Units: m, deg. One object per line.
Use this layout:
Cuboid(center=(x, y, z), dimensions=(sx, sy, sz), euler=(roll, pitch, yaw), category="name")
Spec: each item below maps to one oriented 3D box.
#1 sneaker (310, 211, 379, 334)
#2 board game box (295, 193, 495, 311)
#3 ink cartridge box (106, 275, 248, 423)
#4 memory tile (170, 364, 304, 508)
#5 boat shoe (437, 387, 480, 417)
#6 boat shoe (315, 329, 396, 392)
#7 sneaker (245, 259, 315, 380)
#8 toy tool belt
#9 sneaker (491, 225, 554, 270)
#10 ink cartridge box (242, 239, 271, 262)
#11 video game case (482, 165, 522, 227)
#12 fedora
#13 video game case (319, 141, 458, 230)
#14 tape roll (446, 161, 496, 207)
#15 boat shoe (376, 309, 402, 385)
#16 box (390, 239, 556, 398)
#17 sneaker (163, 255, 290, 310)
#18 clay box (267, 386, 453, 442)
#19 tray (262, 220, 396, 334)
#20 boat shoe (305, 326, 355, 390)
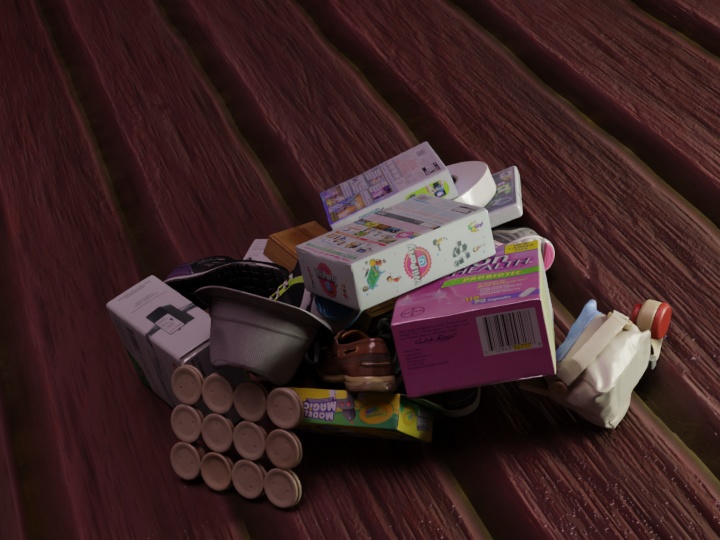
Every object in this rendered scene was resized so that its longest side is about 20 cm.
Cuboid(center=(0.000, 0.000, 1.742), dimensions=(0.076, 0.081, 0.200), euler=(39, 62, 7), category="sneaker")
Cuboid(center=(0.042, -0.026, 1.636), dimensions=(0.199, 0.065, 0.147), euler=(-22, 19, -24), category="board game box")
Cuboid(center=(-0.238, 0.114, 1.778), dimensions=(0.083, 0.147, 0.200), euler=(-34, 39, -23), category="ink cartridge box")
Cuboid(center=(-0.152, 0.202, 1.624), dimensions=(0.199, 0.154, 0.017), euler=(10, 15, 31), category="memory tile")
Cuboid(center=(0.121, 0.101, 1.711), dimensions=(0.072, 0.063, 0.200), euler=(-13, 33, 10), category="boat shoe")
Cuboid(center=(-0.004, 0.105, 1.615), dimensions=(0.072, 0.068, 0.200), euler=(0, 2, -17), category="boat shoe")
Cuboid(center=(-0.109, 0.057, 1.766), dimensions=(0.082, 0.201, 0.072), euler=(16, 5, -3), category="sneaker")
Cuboid(center=(0.282, 0.092, 1.606), dimensions=(0.122, 0.125, 0.200), euler=(17, 46, 28), category="toy tool belt")
Cuboid(center=(0.166, -0.011, 1.845), dimensions=(0.199, 0.074, 0.088), euler=(-19, 25, 4), category="sneaker")
Cuboid(center=(-0.128, 0.039, 1.902), dimensions=(0.115, 0.067, 0.200), euler=(0, 38, 23), category="ink cartridge box")
Cuboid(center=(0.138, -0.082, 1.925), dimensions=(0.199, 0.023, 0.182), euler=(-21, 18, 13), category="video game case")
Cuboid(center=(-0.125, 0.085, 1.609), dimensions=(0.176, 0.091, 0.200), euler=(16, -7, -3), category="fedora")
Cuboid(center=(0.037, -0.109, 1.912), dimensions=(0.180, 0.046, 0.200), euler=(-25, 17, 2), category="video game case")
Cuboid(center=(0.099, -0.097, 1.926), dimensions=(0.202, 0.037, 0.203), euler=(-24, 18, 8), category="tape roll")
Cuboid(center=(0.041, 0.079, 1.732), dimensions=(0.072, 0.063, 0.201), euler=(-12, 42, 50), category="boat shoe")
Cuboid(center=(0.138, 0.054, 1.586), dimensions=(0.175, 0.097, 0.200), euler=(-10, 18, 11), category="box")
Cuboid(center=(-0.182, 0.004, 1.855), dimensions=(0.199, 0.076, 0.088), euler=(-5, 31, 20), category="sneaker")
Cuboid(center=(0.002, 0.176, 1.614), dimensions=(0.199, 0.115, 0.048), euler=(2, 77, 26), category="clay box")
Cuboid(center=(-0.030, 0.007, 1.839), dimensions=(0.200, 0.037, 0.098), euler=(37, 34, 26), category="tray")
Cuboid(center=(-0.035, 0.084, 1.807), dimensions=(0.073, 0.063, 0.202), euler=(-13, 33, 11), category="boat shoe")
